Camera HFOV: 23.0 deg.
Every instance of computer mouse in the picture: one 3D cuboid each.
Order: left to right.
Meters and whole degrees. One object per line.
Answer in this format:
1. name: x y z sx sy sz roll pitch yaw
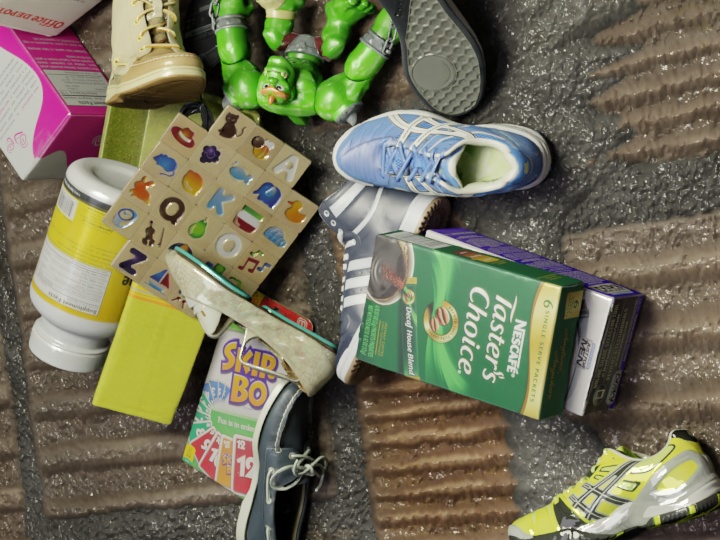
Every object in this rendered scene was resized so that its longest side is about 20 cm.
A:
1. computer mouse: -0.149 -0.192 1.743 0.058 0.034 0.201 -12 60 27

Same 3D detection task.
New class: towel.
1. towel: -0.198 0.056 1.759 0.086 0.018 0.200 17 110 -13

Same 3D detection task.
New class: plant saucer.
1. plant saucer: -0.182 -0.091 1.805 0.200 0.048 0.200 21 106 32

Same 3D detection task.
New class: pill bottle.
1. pill bottle: -0.267 -0.004 1.775 0.112 0.112 0.200 32 112 29

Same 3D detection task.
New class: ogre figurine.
1. ogre figurine: -0.056 -0.203 1.681 0.199 0.098 0.120 10 87 2

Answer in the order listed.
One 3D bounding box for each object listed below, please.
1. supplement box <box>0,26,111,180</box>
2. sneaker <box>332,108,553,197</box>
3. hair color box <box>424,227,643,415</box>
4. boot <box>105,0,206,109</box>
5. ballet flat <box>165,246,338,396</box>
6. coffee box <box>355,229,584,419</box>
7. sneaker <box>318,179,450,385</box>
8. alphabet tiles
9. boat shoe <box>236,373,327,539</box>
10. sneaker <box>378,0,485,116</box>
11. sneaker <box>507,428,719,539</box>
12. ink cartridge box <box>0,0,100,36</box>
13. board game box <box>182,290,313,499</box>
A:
1. supplement box: -0.351 -0.202 1.884 0.101 0.103 0.200 -47 67 28
2. sneaker: 0.067 -0.104 1.577 0.199 0.077 0.076 0 100 18
3. hair color box: 0.142 0.042 1.576 0.200 0.065 0.110 23 106 34
4. boot: -0.196 -0.239 1.700 0.200 0.073 0.156 179 94 -70
5. ballet flat: -0.113 0.051 1.684 0.200 0.067 0.062 32 83 5
6. coffee box: 0.093 0.045 1.545 0.200 0.044 0.123 18 105 34
7. sneaker: 0.000 0.000 1.668 0.108 0.070 0.200 30 104 25
8. alphabet tiles: -0.145 -0.055 1.706 0.166 0.006 0.200 33 105 -19
9. boat shoe: -0.073 0.199 1.735 0.062 0.075 0.201 26 110 33
10. sneaker: 0.063 -0.253 1.604 0.077 0.146 0.203 -15 126 16
11. sneaker: 0.218 0.196 1.536 0.200 0.075 0.077 -21 74 24
12. ink cartridge box: -0.294 -0.332 1.785 0.200 0.145 0.084 -33 75 21
13. board game box: -0.114 0.124 1.790 0.095 0.030 0.201 28 107 30
